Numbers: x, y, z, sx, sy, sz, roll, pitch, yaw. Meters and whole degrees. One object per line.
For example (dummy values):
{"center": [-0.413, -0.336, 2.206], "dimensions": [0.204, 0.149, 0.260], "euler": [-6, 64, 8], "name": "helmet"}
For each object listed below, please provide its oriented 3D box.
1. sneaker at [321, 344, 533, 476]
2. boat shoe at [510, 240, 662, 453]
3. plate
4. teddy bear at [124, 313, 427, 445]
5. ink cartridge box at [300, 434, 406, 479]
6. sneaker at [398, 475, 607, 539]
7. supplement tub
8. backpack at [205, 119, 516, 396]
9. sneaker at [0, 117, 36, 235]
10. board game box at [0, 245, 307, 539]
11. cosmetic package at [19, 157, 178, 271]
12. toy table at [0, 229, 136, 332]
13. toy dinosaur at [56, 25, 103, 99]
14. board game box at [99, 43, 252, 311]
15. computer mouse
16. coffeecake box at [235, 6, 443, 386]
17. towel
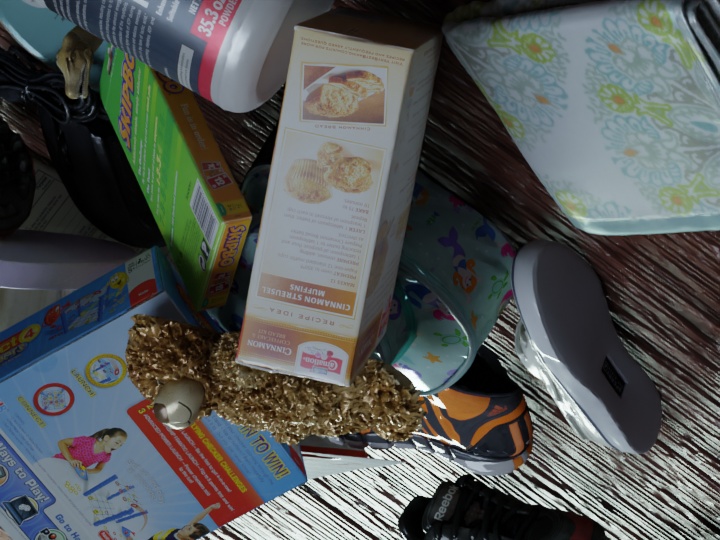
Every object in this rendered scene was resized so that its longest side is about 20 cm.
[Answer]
{"center": [0.034, 0.080, 1.711], "dimensions": [0.200, 0.078, 0.112], "euler": [10, 139, 18], "name": "sneaker"}
{"center": [0.138, 0.053, 1.568], "dimensions": [0.070, 0.071, 0.200], "euler": [3, 145, 38], "name": "boat shoe"}
{"center": [-0.203, -0.184, 1.599], "dimensions": [0.200, 0.026, 0.200], "euler": [25, 149, 16], "name": "plate"}
{"center": [-0.054, 0.079, 1.459], "dimensions": [0.200, 0.067, 0.145], "euler": [13, 171, -14], "name": "teddy bear"}
{"center": [-0.074, 0.131, 1.800], "dimensions": [0.162, 0.057, 0.200], "euler": [7, 164, -23], "name": "ink cartridge box"}
{"center": [0.105, 0.208, 1.800], "dimensions": [0.200, 0.071, 0.098], "euler": [-7, 133, 51], "name": "sneaker"}
{"center": [-0.119, -0.198, 1.380], "dimensions": [0.200, 0.140, 0.140], "euler": [30, 150, 7], "name": "supplement tub"}
{"center": [0.000, 0.000, 1.555], "dimensions": [0.200, 0.151, 0.178], "euler": [31, 149, -4], "name": "backpack"}
{"center": [-0.294, -0.075, 1.716], "dimensions": [0.200, 0.071, 0.098], "euler": [50, 144, 44], "name": "sneaker"}
{"center": [-0.169, 0.110, 1.570], "dimensions": [0.196, 0.056, 0.200], "euler": [-28, 125, 8], "name": "board game box"}
{"center": [-0.206, 0.008, 1.801], "dimensions": [0.200, 0.103, 0.087], "euler": [29, 153, 11], "name": "cosmetic package"}
{"center": [-0.246, 0.038, 1.650], "dimensions": [0.184, 0.117, 0.200], "euler": [15, -171, 40], "name": "toy table"}
{"center": [-0.173, -0.195, 1.476], "dimensions": [0.101, 0.200, 0.058], "euler": [13, 135, -38], "name": "toy dinosaur"}
{"center": [-0.127, -0.080, 1.526], "dimensions": [0.200, 0.030, 0.096], "euler": [61, 150, 29], "name": "board game box"}
{"center": [-0.200, -0.076, 1.693], "dimensions": [0.138, 0.053, 0.200], "euler": [22, 158, 48], "name": "computer mouse"}
{"center": [-0.010, -0.048, 1.374], "dimensions": [0.073, 0.154, 0.201], "euler": [12, 102, 6], "name": "coffeecake box"}
{"center": [0.163, -0.097, 1.348], "dimensions": [0.200, 0.048, 0.171], "euler": [-2, 131, 46], "name": "towel"}
